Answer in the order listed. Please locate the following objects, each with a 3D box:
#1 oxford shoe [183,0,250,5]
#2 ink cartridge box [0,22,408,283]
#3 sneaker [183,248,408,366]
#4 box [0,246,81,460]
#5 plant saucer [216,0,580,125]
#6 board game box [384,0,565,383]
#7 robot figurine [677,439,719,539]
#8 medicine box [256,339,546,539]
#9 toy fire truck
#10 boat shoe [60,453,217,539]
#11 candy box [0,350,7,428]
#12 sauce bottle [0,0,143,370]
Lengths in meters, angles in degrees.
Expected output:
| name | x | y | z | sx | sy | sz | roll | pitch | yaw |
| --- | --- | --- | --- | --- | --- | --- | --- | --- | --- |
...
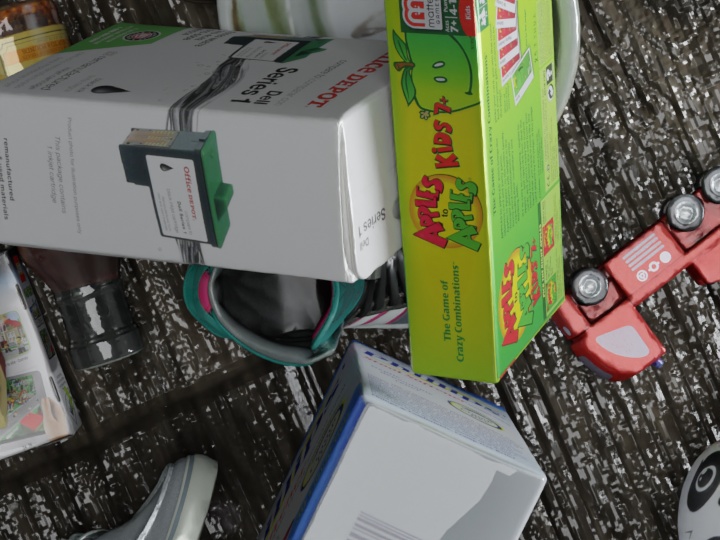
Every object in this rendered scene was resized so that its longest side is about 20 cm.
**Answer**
| name | x | y | z | sx | sy | sz | roll | pitch | yaw |
| --- | --- | --- | --- | --- | --- | --- | --- | --- | --- |
| oxford shoe | -0.082 | -0.244 | 1.125 | 0.084 | 0.073 | 0.201 | 10 | 95 | 1 |
| ink cartridge box | -0.065 | -0.063 | 1.047 | 0.199 | 0.146 | 0.085 | 6 | 112 | 23 |
| sneaker | 0.000 | 0.000 | 1.121 | 0.199 | 0.121 | 0.084 | -10 | 95 | 0 |
| box | -0.268 | 0.072 | 1.169 | 0.199 | 0.035 | 0.111 | -19 | 95 | 1 |
| plant saucer | 0.023 | -0.136 | 1.091 | 0.199 | 0.050 | 0.201 | 9 | 117 | 19 |
| board game box | 0.058 | -0.059 | 1.021 | 0.047 | 0.102 | 0.201 | 6 | 115 | 25 |
| robot figurine | 0.270 | 0.128 | 1.127 | 0.199 | 0.150 | 0.126 | -17 | 104 | 8 |
| medicine box | 0.004 | 0.149 | 1.095 | 0.102 | 0.200 | 0.183 | 25 | 94 | -5 |
| toy fire truck | 0.218 | 0.013 | 1.153 | 0.200 | 0.049 | 0.141 | -38 | 87 | 2 |
| boat shoe | -0.146 | 0.185 | 1.162 | 0.071 | 0.070 | 0.202 | 26 | 98 | -8 |
| candy box | -0.296 | 0.051 | 1.093 | 0.199 | 0.056 | 0.116 | -13 | 136 | 2 |
| sauce bottle | -0.166 | -0.047 | 1.146 | 0.066 | 0.066 | 0.201 | -18 | 97 | 1 |
